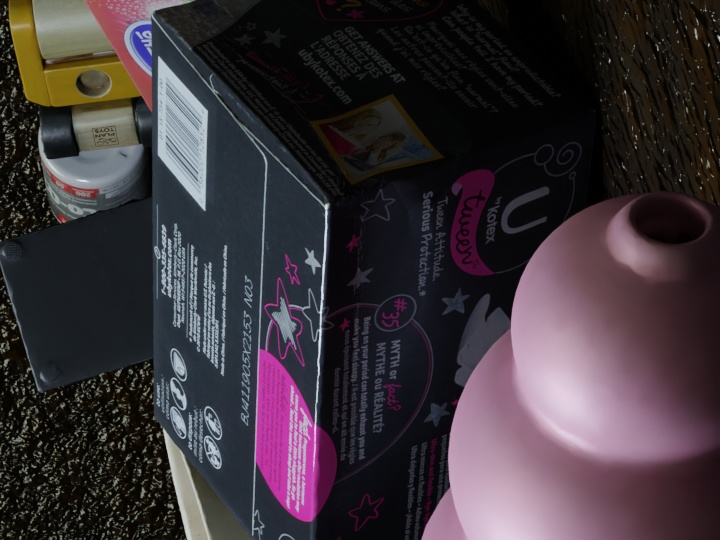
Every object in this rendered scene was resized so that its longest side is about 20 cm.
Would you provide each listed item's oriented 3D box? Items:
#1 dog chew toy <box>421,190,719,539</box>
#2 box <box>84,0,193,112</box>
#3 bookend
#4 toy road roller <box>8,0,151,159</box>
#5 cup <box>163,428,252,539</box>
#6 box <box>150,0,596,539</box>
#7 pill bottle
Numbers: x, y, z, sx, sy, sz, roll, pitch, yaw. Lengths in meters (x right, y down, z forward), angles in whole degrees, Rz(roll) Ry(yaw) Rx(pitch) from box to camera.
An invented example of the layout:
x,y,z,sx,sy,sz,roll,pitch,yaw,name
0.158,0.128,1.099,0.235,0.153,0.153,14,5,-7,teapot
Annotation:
x,y,z,sx,sy,sz,roll,pitch,yaw,name
0.078,0.063,0.813,0.125,0.124,0.201,-113,20,-46,dog chew toy
-0.052,-0.131,1.186,0.200,0.095,0.100,61,-150,-57,box
-0.117,-0.006,1.758,0.200,0.198,0.092,-158,52,-81,bookend
-0.238,-0.204,2.573,0.146,0.122,0.200,-97,-1,-45,toy road roller
-0.008,0.149,1.475,0.200,0.143,0.201,164,90,-83,cup
0.000,0.000,1.063,0.132,0.114,0.201,48,147,40,box
-0.280,-0.102,3.070,0.200,0.113,0.114,94,160,-67,pill bottle
